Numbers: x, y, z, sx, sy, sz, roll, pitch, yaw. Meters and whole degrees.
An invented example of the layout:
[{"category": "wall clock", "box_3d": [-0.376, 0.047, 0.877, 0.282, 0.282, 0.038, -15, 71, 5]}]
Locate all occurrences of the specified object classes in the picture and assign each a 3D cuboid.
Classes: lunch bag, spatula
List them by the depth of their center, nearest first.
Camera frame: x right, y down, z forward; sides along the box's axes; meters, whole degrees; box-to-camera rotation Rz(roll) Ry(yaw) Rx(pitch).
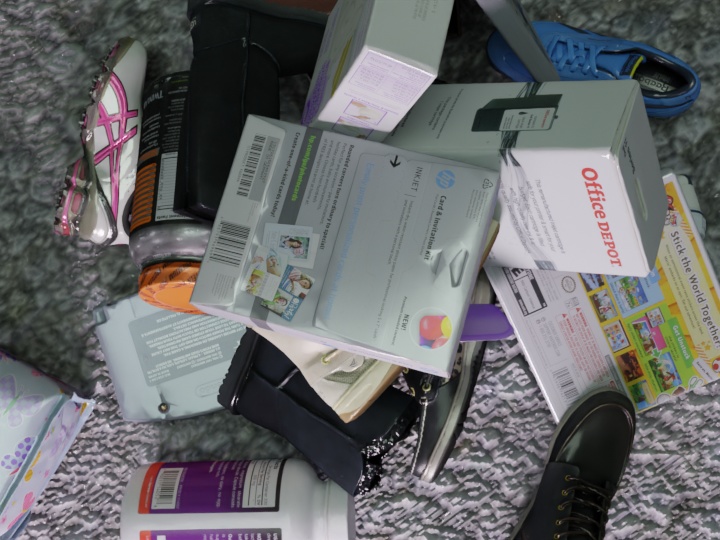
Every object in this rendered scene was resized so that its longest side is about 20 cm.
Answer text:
[{"category": "spatula", "box_3d": [0.087, -0.001, 0.944, 0.056, 0.021, 0.200, -2, 41, -11]}, {"category": "lunch bag", "box_3d": [-0.374, 0.165, 0.984, 0.170, 0.127, 0.200, 27, 79, 4]}]

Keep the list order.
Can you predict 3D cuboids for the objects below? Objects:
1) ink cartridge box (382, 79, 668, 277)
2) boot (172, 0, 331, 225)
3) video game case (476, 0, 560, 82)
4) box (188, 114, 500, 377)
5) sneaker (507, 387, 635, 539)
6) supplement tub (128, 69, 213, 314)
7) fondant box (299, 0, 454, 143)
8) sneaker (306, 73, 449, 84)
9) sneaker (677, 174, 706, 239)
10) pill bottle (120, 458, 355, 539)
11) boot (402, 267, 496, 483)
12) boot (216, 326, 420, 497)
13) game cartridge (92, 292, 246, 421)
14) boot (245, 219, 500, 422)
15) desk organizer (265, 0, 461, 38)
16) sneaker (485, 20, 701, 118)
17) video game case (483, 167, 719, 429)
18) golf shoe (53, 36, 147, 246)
[{"category": "ink cartridge box", "box_3d": [0.134, -0.074, 0.860, 0.200, 0.147, 0.083, 5, 53, 31]}, {"category": "boot", "box_3d": [-0.075, -0.127, 0.908, 0.165, 0.066, 0.200, 8, 68, -27]}, {"category": "video game case", "box_3d": [0.102, -0.268, 0.913, 0.022, 0.200, 0.182, -29, 63, 18]}, {"category": "box", "box_3d": [-0.010, -0.021, 0.801, 0.200, 0.041, 0.156, 13, 80, 11]}, {"category": "sneaker", "box_3d": [0.197, 0.204, 0.926, 0.075, 0.106, 0.200, 23, 95, -7]}, {"category": "supplement tub", "box_3d": [-0.143, -0.068, 0.961, 0.122, 0.123, 0.200, 0, 72, 5]}, {"category": "fondant box", "box_3d": [0.012, -0.176, 0.821, 0.058, 0.200, 0.144, 17, 69, -12]}, {"category": "sneaker", "box_3d": [0.034, -0.166, 0.977, 0.200, 0.112, 0.073, 31, 88, 7]}, {"category": "sneaker", "box_3d": [0.212, -0.050, 0.982, 0.200, 0.073, 0.071, -4, 67, 0]}, {"category": "pill bottle", "box_3d": [-0.107, 0.228, 0.959, 0.200, 0.112, 0.113, -2, 85, 5]}, {"category": "boot", "box_3d": [0.033, 0.079, 0.982, 0.154, 0.073, 0.204, 15, 85, 10]}, {"category": "boot", "box_3d": [-0.018, 0.077, 0.923, 0.168, 0.076, 0.200, 28, 103, 18]}, {"category": "game cartridge", "box_3d": [-0.143, 0.067, 1.014, 0.200, 0.040, 0.133, -18, 81, 4]}, {"category": "boot", "box_3d": [0.000, 0.000, 0.852, 0.155, 0.072, 0.200, 41, 95, 8]}, {"category": "desk organizer", "box_3d": [-0.007, -0.255, 0.998, 0.200, 0.072, 0.077, -7, 67, 5]}, {"category": "sneaker", "box_3d": [0.214, -0.194, 0.982, 0.200, 0.078, 0.066, 17, 89, 8]}, {"category": "video game case", "box_3d": [0.228, 0.035, 0.949, 0.182, 0.023, 0.200, -25, 106, 6]}, {"category": "golf shoe", "box_3d": [-0.229, -0.122, 1.025, 0.092, 0.073, 0.200, 15, 91, -14]}]
